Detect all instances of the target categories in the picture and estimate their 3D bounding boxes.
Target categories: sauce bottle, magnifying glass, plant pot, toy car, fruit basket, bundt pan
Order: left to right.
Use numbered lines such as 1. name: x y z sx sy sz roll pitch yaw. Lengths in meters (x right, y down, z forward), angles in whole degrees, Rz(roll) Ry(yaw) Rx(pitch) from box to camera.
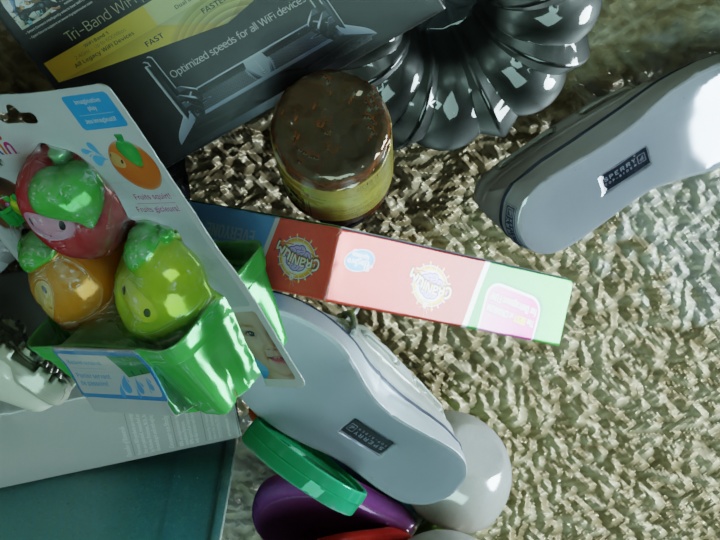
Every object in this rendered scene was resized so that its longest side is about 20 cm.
1. plant pot: -0.187 0.185 1.436 0.187 0.200 0.200 11 126 -3
2. fruit basket: -0.139 -0.010 1.206 0.185 0.094 0.200 0 137 46
3. magnifying glass: -0.044 0.107 1.401 0.080 0.200 0.022 34 92 -13
4. sauce bottle: -0.013 -0.057 1.253 0.066 0.066 0.200 -15 169 -2
5. toy car: -0.001 0.179 1.466 0.150 0.200 0.175 21 141 -22
6. bundt pan: 0.047 -0.149 1.290 0.201 0.076 0.202 -7 129 -9

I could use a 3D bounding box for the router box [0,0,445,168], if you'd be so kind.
1. router box: -0.081 -0.156 1.188 0.200 0.052 0.157 -28 122 14

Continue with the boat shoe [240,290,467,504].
1. boat shoe: -0.012 0.057 1.372 0.075 0.086 0.202 -39 126 21

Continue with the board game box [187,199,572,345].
1. board game box: 0.000 0.000 1.316 0.200 0.153 0.040 12 90 -45

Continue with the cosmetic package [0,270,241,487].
1. cosmetic package: -0.179 0.059 1.372 0.199 0.107 0.090 -12 144 -1

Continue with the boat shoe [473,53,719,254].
1. boat shoe: 0.157 -0.082 1.378 0.200 0.065 0.074 -26 125 -20

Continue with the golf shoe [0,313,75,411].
1. golf shoe: -0.259 0.052 1.303 0.200 0.078 0.097 23 91 14

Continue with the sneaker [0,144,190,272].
1. sneaker: -0.189 -0.061 1.307 0.199 0.076 0.114 -1 123 -14
